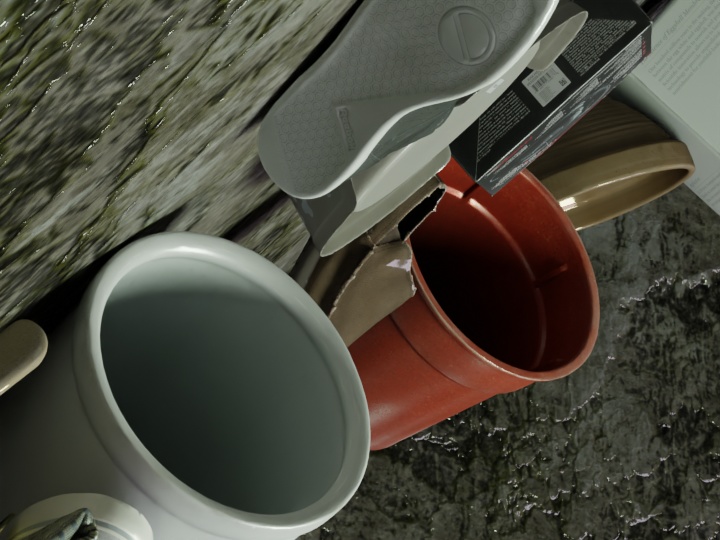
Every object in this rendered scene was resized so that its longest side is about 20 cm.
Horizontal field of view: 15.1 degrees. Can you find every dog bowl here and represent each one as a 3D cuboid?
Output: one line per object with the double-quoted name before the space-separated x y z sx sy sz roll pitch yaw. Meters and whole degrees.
"dog bowl" 0.034 -0.095 1.510 0.200 0.059 0.200 -42 176 -3

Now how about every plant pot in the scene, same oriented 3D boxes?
"plant pot" 0.045 0.033 2.089 0.195 0.201 0.201 -35 -179 40
"plant pot" 0.187 -0.096 2.405 0.200 0.093 0.201 -19 171 -3

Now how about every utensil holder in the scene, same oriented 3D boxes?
"utensil holder" -0.117 0.103 1.421 0.200 0.170 0.170 -43 176 41

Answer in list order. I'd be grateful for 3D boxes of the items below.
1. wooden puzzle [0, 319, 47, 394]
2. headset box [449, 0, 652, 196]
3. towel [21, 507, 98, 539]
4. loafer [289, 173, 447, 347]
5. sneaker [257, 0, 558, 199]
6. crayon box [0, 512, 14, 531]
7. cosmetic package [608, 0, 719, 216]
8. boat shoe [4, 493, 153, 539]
"wooden puzzle" -0.235 0.096 1.146 0.185 0.046 0.200 -39 180 -33
"headset box" 0.111 -0.127 1.758 0.149 0.077 0.200 -42 176 4
"towel" -0.219 0.199 1.227 0.192 0.035 0.200 -32 -171 42
"loafer" 0.000 0.000 1.649 0.073 0.071 0.201 107 7 -62
"sneaker" 0.038 -0.114 1.331 0.200 0.071 0.099 -38 -179 38
"crayon box" -0.266 0.173 1.287 0.200 0.051 0.127 -36 -173 18
"cosmetic package" 0.351 -0.175 2.455 0.199 0.200 0.123 -47 179 -14
"boat shoe" -0.171 0.179 1.339 0.200 0.072 0.069 -36 -149 37
